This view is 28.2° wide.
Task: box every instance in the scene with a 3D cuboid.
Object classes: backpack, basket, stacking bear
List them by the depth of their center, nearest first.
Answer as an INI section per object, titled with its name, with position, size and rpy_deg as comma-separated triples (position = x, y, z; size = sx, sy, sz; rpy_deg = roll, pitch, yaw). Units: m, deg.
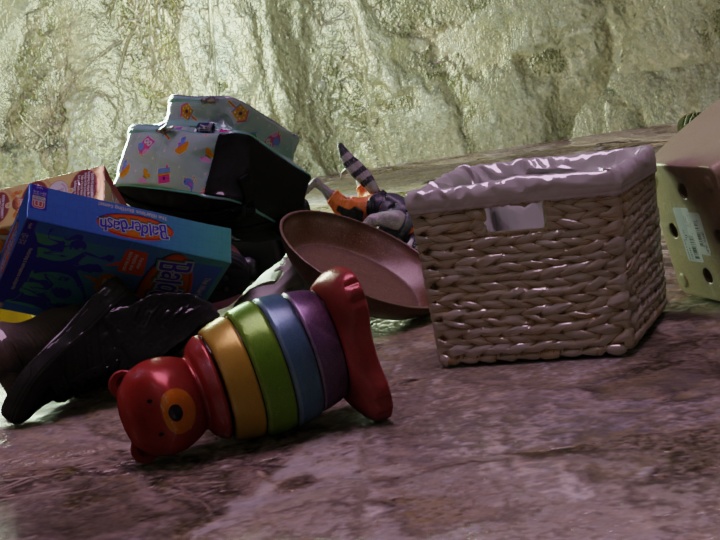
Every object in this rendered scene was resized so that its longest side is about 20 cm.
[stacking bear]
position = -0.092, 0.083, 1.112
size = 0.198, 0.123, 0.114
rpy_deg = -19, 13, -16
[basket]
position = 0.168, -0.019, 1.304
size = 0.196, 0.163, 0.200
rpy_deg = -5, 10, 22
[backpack]
position = -0.174, -0.115, 1.626
size = 0.198, 0.156, 0.175
rpy_deg = -1, -13, 31

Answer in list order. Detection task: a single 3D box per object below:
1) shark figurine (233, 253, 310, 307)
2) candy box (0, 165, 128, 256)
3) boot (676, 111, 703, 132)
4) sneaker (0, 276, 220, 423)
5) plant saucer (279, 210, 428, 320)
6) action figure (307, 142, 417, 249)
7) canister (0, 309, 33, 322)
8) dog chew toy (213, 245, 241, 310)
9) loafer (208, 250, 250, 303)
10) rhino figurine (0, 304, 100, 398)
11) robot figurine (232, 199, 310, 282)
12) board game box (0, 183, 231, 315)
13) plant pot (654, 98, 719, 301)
[shark figurine]
position = -0.069, 0.025, 1.567
size = 0.128, 0.090, 0.214
rpy_deg = -44, 5, -6
[candy box]
position = -0.325, -0.029, 1.420
size = 0.197, 0.056, 0.116
rpy_deg = -12, -37, 8
[boot]
position = 0.707, -0.285, 2.836
size = 0.173, 0.067, 0.200
rpy_deg = 5, 11, 8
[sneaker]
position = -0.230, 0.084, 1.323
size = 0.200, 0.104, 0.060
rpy_deg = -51, -3, -21
[plant saucer]
position = 0.000, 0.000, 1.530
size = 0.198, 0.037, 0.201
rpy_deg = 22, 21, -9
[action figure]
position = 0.017, -0.075, 1.886
size = 0.192, 0.105, 0.199
rpy_deg = 33, 20, 18
[canister]
position = -0.464, 0.054, 1.733
size = 0.147, 0.088, 0.200
rpy_deg = -11, 10, -11
[dog chew toy]
position = -0.204, 0.009, 1.600
size = 0.199, 0.126, 0.124
rpy_deg = -6, 8, 45
[loafer]
position = -0.209, -0.006, 1.500
size = 0.198, 0.069, 0.070
rpy_deg = 2, 18, 9
[rhino figurine]
position = -0.330, 0.089, 1.353
size = 0.198, 0.089, 0.060
rpy_deg = -13, 9, -29
[robot figurine]
position = -0.162, -0.042, 1.933
size = 0.197, 0.127, 0.150
rpy_deg = -8, -9, 8
[board game box]
position = -0.241, -0.003, 1.378
size = 0.198, 0.045, 0.152
rpy_deg = 11, -38, -22
[plant pot]
position = 0.387, -0.066, 1.345
size = 0.175, 0.202, 0.200
rpy_deg = -23, 12, -14
